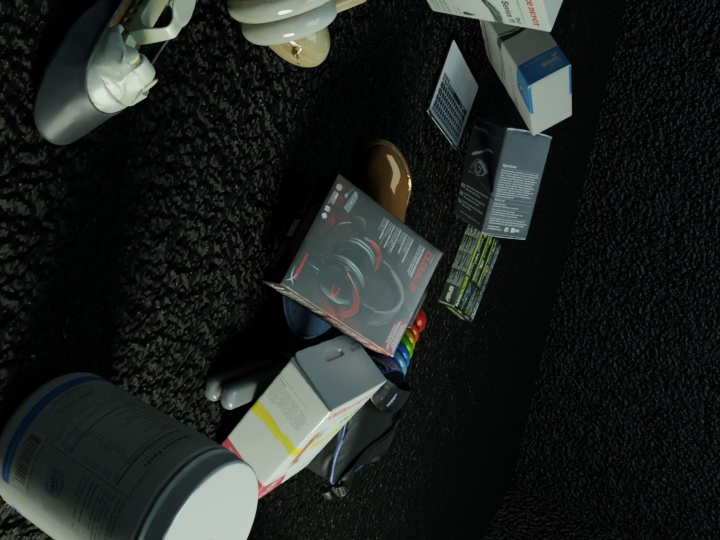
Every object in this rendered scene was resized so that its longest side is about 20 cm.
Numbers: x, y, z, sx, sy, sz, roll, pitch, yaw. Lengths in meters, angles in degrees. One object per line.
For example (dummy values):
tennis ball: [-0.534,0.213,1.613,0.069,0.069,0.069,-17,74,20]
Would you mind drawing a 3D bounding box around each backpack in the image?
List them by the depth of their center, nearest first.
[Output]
backpack: [-0.013,0.215,1.037,0.189,0.152,0.205,7,107,-56]

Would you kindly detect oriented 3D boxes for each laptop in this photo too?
laptop: [0.197,-0.258,1.183,0.187,0.114,0.205,25,85,-65]

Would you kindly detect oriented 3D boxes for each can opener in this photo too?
can opener: [-0.124,0.151,0.881,0.199,0.052,0.069,-12,117,-60]

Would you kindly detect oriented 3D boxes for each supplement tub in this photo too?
supplement tub: [-0.200,0.182,0.577,0.132,0.196,0.135,-43,143,-44]

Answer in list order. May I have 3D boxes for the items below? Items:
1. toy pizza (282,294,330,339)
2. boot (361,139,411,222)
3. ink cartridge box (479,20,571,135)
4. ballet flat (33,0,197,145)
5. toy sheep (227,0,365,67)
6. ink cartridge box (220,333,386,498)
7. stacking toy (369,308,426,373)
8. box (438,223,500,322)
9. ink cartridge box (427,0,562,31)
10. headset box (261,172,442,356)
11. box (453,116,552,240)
toy pizza: [-0.056,-0.007,0.934,0.200,0.031,0.205,-42,139,-49]
boot: [0.025,-0.064,0.959,0.157,0.074,0.204,-72,166,-51]
ink cartridge box: [0.294,-0.371,1.203,0.083,0.204,0.145,-25,153,7]
ballet flat: [-0.178,-0.182,0.528,0.203,0.072,0.073,-63,153,-17]
toy sheep: [-0.071,-0.283,0.611,0.138,0.135,0.204,-47,131,-39]
ink cartridge box: [-0.078,0.188,0.868,0.201,0.084,0.144,-51,162,26]
stacking toy: [0.067,0.137,1.241,0.201,0.083,0.087,-56,152,-42]
box: [0.255,0.004,1.560,0.192,0.047,0.205,30,80,-62]
ink cartridge box: [0.179,-0.417,0.939,0.146,0.196,0.085,22,89,-64]
headset box: [0.000,0.000,0.842,0.198,0.075,0.151,35,77,-24]
box: [0.273,-0.183,1.322,0.101,0.148,0.205,6,109,-18]
